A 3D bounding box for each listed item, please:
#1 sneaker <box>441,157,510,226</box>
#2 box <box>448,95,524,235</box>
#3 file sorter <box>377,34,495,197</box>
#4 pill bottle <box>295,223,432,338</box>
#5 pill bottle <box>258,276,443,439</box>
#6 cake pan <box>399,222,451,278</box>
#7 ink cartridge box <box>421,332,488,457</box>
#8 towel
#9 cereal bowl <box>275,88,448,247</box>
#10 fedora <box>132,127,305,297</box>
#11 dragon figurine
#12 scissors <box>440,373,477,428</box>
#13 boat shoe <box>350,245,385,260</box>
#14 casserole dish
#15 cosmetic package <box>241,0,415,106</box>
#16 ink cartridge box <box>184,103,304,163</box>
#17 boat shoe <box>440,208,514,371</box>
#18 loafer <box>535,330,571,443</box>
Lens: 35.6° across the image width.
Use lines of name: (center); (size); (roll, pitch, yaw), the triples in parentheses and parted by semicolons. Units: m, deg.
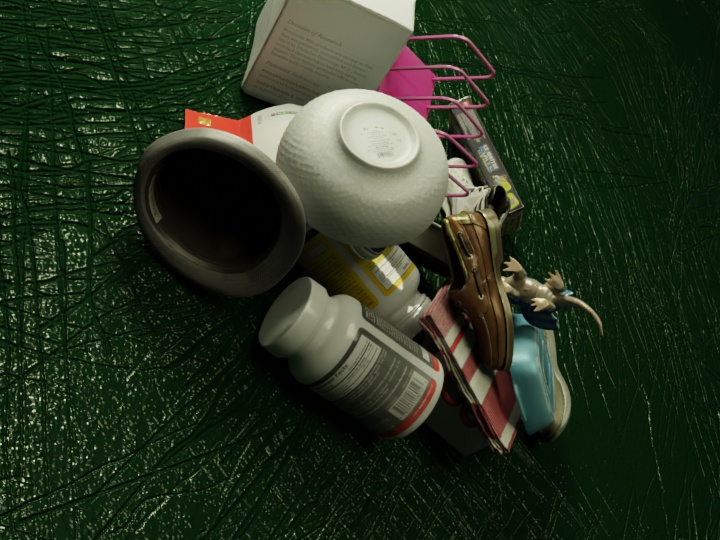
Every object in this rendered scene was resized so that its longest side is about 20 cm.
sneaker: (0.176, -0.108, 1.668); (0.076, 0.115, 0.201); (28, 43, -31)
box: (0.194, -0.162, 1.749); (0.110, 0.035, 0.200); (74, -8, -74)
file sorter: (0.099, -0.213, 1.566); (0.139, 0.125, 0.200); (32, 66, -55)
pill bottle: (0.000, 0.000, 1.386); (0.200, 0.112, 0.112); (50, 36, -7)
pill bottle: (-0.011, 0.099, 1.291); (0.200, 0.116, 0.116); (37, 39, -22)
cake pan: (0.081, -0.036, 1.470); (0.200, 0.200, 0.037); (31, 84, -29)
ink cartridge box: (0.139, 0.129, 1.473); (0.115, 0.068, 0.200); (43, 38, -17)
towel: (0.142, 0.114, 1.386); (0.200, 0.023, 0.144); (61, 26, -9)
cereal bowl: (0.010, -0.129, 1.257); (0.200, 0.083, 0.200); (10, 55, -14)
fedora: (-0.151, -0.075, 1.240); (0.200, 0.177, 0.090); (33, 24, -7)
dragon figurine: (0.229, 0.037, 1.413); (0.059, 0.200, 0.099); (-66, 151, -11)
scissors: (0.139, 0.113, 1.420); (0.073, 0.014, 0.200); (41, 38, -17)
boat shoe: (0.025, -0.101, 1.342); (0.070, 0.066, 0.200); (36, 38, -24)
casserole dish: (0.222, 0.128, 1.443); (0.200, 0.039, 0.121); (-65, 140, -67)
cosmetic package: (-0.040, -0.329, 1.504); (0.166, 0.200, 0.168); (21, 45, -16)
ink cartridge box: (-0.109, -0.157, 1.348); (0.200, 0.050, 0.161); (13, 29, -15)
boat shoe: (0.137, 0.027, 1.360); (0.068, 0.072, 0.200); (-9, 90, -18)
loafer: (0.241, 0.152, 1.579); (0.070, 0.075, 0.200); (17, 44, -25)
